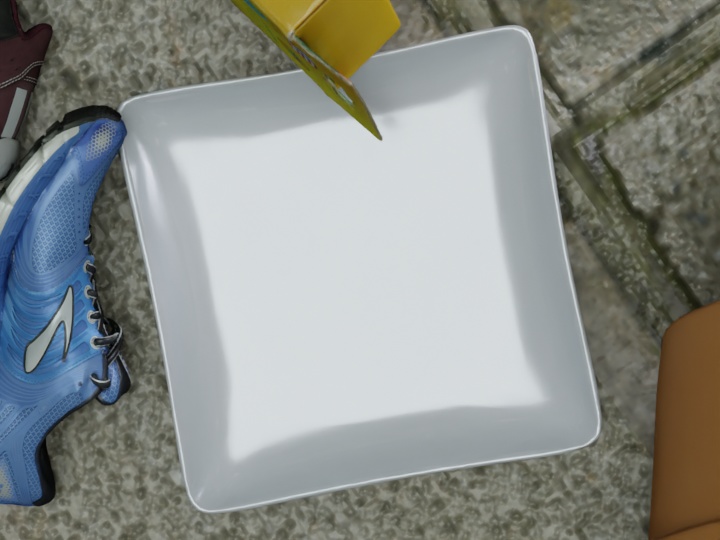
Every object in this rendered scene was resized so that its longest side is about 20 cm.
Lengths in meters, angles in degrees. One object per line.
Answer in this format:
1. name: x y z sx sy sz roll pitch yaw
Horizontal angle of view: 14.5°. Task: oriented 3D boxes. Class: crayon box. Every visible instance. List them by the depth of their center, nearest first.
1. crayon box: -0.052 -0.151 1.256 0.051 0.127 0.200 -45 80 -1

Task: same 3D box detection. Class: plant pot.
1. plant pot: 0.210 0.083 1.246 0.199 0.200 0.141 -10 77 5

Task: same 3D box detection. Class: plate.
1. plate: 0.000 0.000 1.327 0.199 0.032 0.201 -11 93 5

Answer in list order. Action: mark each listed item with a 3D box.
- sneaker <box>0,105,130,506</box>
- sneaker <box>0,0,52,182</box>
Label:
1. sneaker: -0.142 0.019 1.325 0.089 0.079 0.201 19 104 -2
2. sneaker: -0.236 -0.127 1.325 0.199 0.076 0.116 24 91 -8
